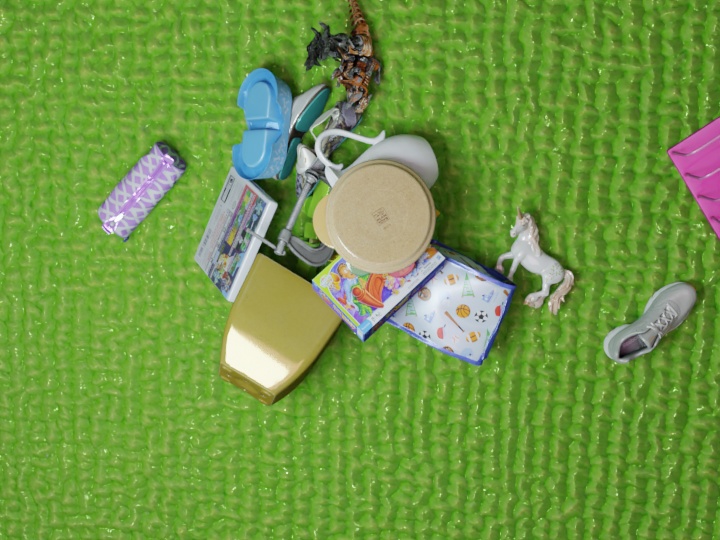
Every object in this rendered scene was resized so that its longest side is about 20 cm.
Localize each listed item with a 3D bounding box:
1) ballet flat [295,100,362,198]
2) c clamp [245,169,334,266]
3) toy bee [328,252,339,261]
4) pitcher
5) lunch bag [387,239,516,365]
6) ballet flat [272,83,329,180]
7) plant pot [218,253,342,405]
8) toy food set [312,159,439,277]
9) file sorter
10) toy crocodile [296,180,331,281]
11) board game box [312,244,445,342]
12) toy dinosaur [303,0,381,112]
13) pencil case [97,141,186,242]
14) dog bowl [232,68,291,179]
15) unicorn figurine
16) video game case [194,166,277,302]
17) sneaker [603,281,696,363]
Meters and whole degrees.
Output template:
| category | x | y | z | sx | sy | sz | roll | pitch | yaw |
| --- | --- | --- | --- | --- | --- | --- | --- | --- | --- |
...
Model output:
| category | x | y | z | sx | sy | sz | roll | pitch | yaw |
| --- | --- | --- | --- | --- | --- | --- | --- | --- | --- |
| ballet flat | -0.077 | -0.229 | 1.640 | 0.072 | 0.072 | 0.201 | 36 | 98 | -1 |
| c clamp | -0.094 | -0.100 | 1.589 | 0.171 | 0.027 | 0.202 | 41 | 63 | -28 |
| toy bee | 0.000 | 0.000 | 1.656 | 0.129 | 0.109 | 0.203 | -16 | 103 | -9 |
| pitcher | 0.027 | -0.192 | 1.594 | 0.197 | 0.121 | 0.174 | -21 | 97 | -11 |
| lunch bag | 0.170 | 0.058 | 1.632 | 0.198 | 0.123 | 0.172 | 27 | 105 | 21 |
| ballet flat | -0.129 | -0.267 | 1.650 | 0.069 | 0.069 | 0.202 | 29 | 104 | 1 |
| plant pot | -0.160 | 0.127 | 1.618 | 0.192 | 0.196 | 0.202 | 30 | 68 | 0 |
| toy food set | 0.034 | -0.087 | 1.515 | 0.198 | 0.049 | 0.200 | 42 | 86 | 2 |
| file sorter | 0.654 | -0.158 | 1.537 | 0.138 | 0.125 | 0.201 | -32 | 96 | 11 |
| toy crocodile | -0.080 | -0.079 | 1.679 | 0.067 | 0.061 | 0.203 | 19 | 100 | 39 |
| board game box | 0.032 | 0.006 | 1.549 | 0.200 | 0.045 | 0.134 | -42 | 74 | -15 |
| toy dinosaur | -0.024 | -0.391 | 1.602 | 0.134 | 0.102 | 0.203 | 3 | 66 | -22 |
| pencil case | -0.420 | -0.153 | 1.692 | 0.084 | 0.086 | 0.200 | 42 | 102 | -4 |
| dog bowl | -0.177 | -0.264 | 1.626 | 0.110 | 0.049 | 0.204 | 5 | 90 | 43 |
| unicorn figurine | 0.312 | -0.018 | 1.642 | 0.199 | 0.074 | 0.138 | 34 | 103 | -17 |
| video game case | -0.235 | -0.070 | 1.653 | 0.023 | 0.182 | 0.202 | 15 | 107 | -38 |
| sneaker | 0.538 | 0.105 | 1.620 | 0.076 | 0.092 | 0.200 | 45 | 103 | -4 |
